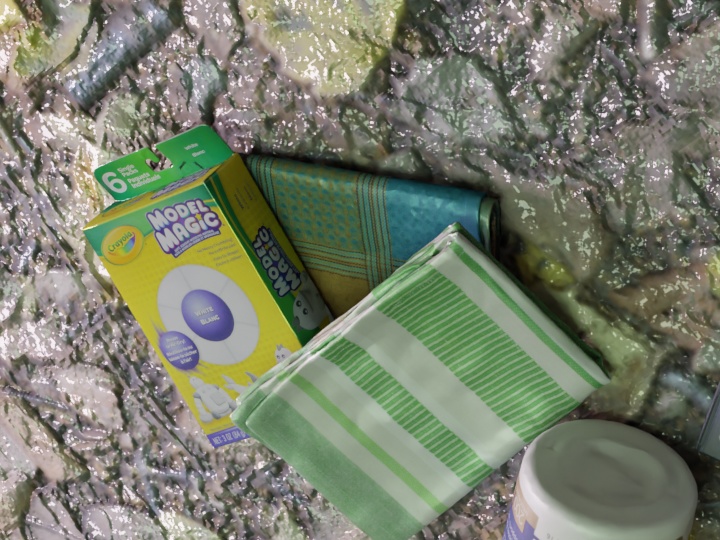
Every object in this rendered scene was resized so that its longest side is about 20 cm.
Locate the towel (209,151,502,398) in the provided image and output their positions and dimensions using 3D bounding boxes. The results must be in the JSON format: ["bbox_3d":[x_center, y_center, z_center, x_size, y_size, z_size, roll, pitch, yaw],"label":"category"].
[{"bbox_3d":[0.000,0.000,1.751,0.200,0.022,0.147,12,124,26],"label":"towel"}]

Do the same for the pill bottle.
[{"bbox_3d":[0.137,0.201,1.734,0.111,0.111,0.200,23,127,17],"label":"pill bottle"}]

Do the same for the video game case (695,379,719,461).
[{"bbox_3d":[0.308,0.093,1.626,0.200,0.019,0.143,26,128,16],"label":"video game case"}]

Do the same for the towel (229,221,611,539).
[{"bbox_3d":[0.038,0.077,1.722,0.200,0.023,0.153,-40,111,23],"label":"towel"}]

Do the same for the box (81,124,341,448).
[{"bbox_3d":[-0.093,0.010,1.771,0.117,0.048,0.200,-20,105,38],"label":"box"}]
